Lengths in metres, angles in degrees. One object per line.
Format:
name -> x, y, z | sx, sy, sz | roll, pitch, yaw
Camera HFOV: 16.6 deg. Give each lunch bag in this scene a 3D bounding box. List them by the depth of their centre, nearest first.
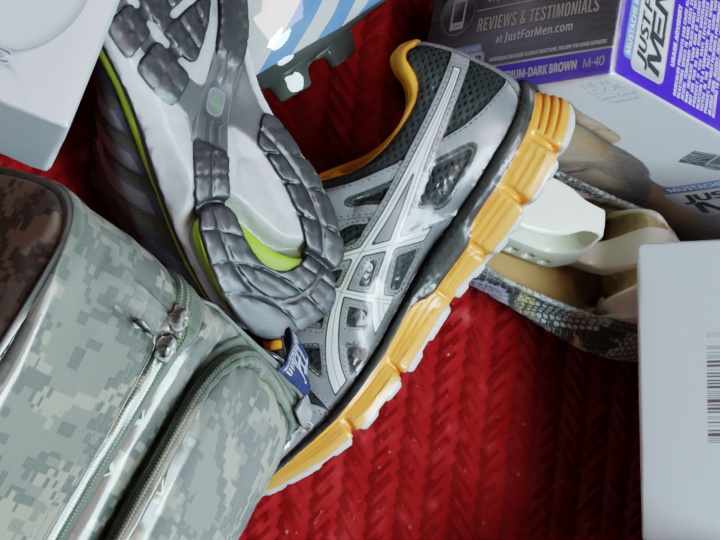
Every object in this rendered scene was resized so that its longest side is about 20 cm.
lunch bag -> -0.117, 0.080, 0.839 | 0.168, 0.139, 0.201 | 43, 68, -41

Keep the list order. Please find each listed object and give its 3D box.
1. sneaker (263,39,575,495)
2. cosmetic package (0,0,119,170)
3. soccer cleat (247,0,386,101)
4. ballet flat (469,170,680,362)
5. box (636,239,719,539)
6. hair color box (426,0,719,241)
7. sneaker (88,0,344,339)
sneaker -> 0.000, 0.000, 0.967 | 0.077, 0.078, 0.201 | 35, 89, -5
cosmetic package -> -0.169, -0.143, 0.839 | 0.199, 0.052, 0.152 | 21, 68, -9
soccer cleat -> -0.001, -0.145, 1.001 | 0.200, 0.070, 0.087 | -39, 109, -34
ballet flat -> 0.093, -0.008, 1.060 | 0.199, 0.072, 0.073 | 21, 73, -35
box -> 0.200, 0.054, 1.072 | 0.200, 0.097, 0.126 | 7, 82, -62
hair color box -> 0.131, -0.070, 1.058 | 0.199, 0.109, 0.065 | 25, 69, -40
sneaker -> -0.079, -0.065, 0.927 | 0.074, 0.081, 0.201 | -20, 92, -38
